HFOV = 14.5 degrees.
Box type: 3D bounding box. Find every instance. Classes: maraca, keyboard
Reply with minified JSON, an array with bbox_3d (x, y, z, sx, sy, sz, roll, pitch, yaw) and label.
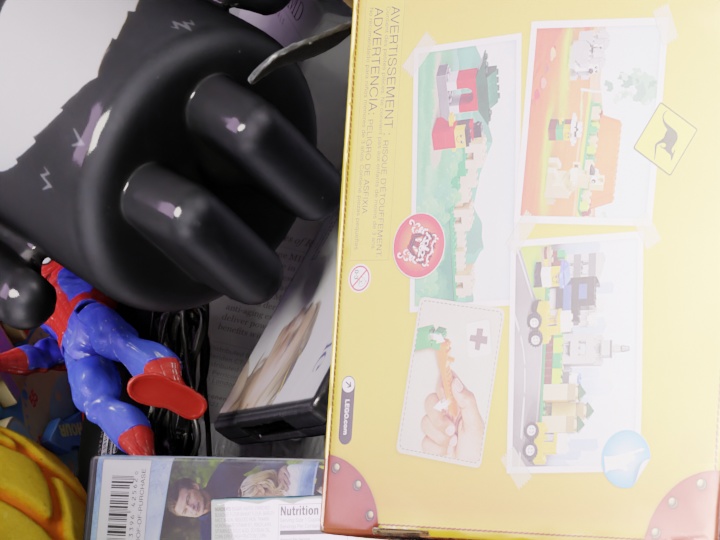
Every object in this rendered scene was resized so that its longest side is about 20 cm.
[{"bbox_3d":[-0.155,0.121,1.125,0.200,0.106,0.138,60,-172,-83],"label":"maraca"},{"bbox_3d":[-0.090,0.081,1.229,0.104,0.039,0.201,-30,50,59],"label":"keyboard"}]

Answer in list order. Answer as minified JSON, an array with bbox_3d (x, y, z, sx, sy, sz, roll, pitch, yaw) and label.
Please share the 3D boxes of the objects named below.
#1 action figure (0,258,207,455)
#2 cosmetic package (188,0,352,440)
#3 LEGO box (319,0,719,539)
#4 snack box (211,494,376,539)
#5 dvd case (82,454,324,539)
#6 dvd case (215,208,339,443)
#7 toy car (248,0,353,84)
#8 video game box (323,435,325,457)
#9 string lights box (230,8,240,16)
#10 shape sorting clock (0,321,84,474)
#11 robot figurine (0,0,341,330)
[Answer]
[{"bbox_3d":[-0.135,0.025,1.200,0.066,0.098,0.200,-68,21,13],"label":"action figure"},{"bbox_3d":[-0.033,-0.037,1.273,0.201,0.071,0.102,-67,25,21],"label":"cosmetic package"},{"bbox_3d":[0.073,-0.014,0.857,0.148,0.077,0.201,0,83,38],"label":"LEGO box"},{"bbox_3d":[0.034,0.131,0.942,0.199,0.037,0.117,-5,82,39],"label":"snack box"},{"bbox_3d":[-0.032,0.140,1.035,0.199,0.017,0.144,-2,80,40],"label":"dvd case"},{"bbox_3d":[0.000,0.000,1.100,0.143,0.017,0.200,-61,9,-11],"label":"dvd case"},{"bbox_3d":[0.012,-0.142,0.988,0.165,0.157,0.200,-61,-3,35],"label":"toy car"},{"bbox_3d":[0.048,0.066,1.061,0.200,0.047,0.183,-52,36,45],"label":"video game box"},{"bbox_3d":[-0.060,-0.196,1.352,0.103,0.059,0.201,174,90,-73],"label":"string lights box"},{"bbox_3d":[-0.129,0.075,1.318,0.039,0.200,0.201,-21,52,23],"label":"shape sorting clock"},{"bbox_3d":[-0.099,-0.060,1.146,0.200,0.150,0.125,31,132,42],"label":"robot figurine"}]
